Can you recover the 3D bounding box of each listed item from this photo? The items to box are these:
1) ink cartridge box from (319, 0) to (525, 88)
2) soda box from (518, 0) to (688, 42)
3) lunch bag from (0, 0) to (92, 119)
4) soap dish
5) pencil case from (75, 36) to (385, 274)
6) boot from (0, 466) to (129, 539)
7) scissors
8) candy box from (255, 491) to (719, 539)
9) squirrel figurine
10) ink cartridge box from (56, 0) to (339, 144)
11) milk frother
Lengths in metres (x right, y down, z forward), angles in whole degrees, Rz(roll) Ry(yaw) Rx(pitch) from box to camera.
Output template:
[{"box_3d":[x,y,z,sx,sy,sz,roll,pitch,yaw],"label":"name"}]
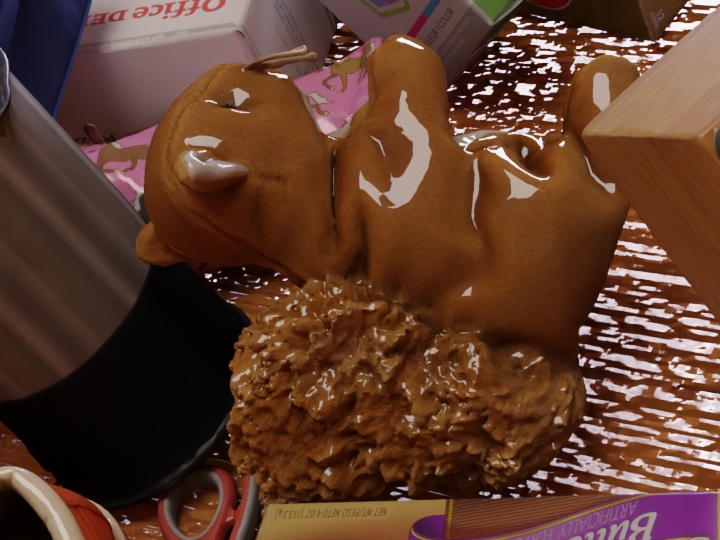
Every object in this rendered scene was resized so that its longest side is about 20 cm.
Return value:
[{"box_3d":[-0.006,-0.183,1.140,0.059,0.200,0.104,-46,0,-24],"label":"ink cartridge box"},{"box_3d":[0.079,-0.177,1.199,0.199,0.068,0.064,19,59,41],"label":"soda box"},{"box_3d":[-0.219,-0.102,1.120,0.132,0.136,0.201,-17,51,42],"label":"lunch bag"},{"box_3d":[0.201,-0.023,0.869,0.157,0.200,0.081,-41,10,-13],"label":"soap dish"},{"box_3d":[-0.063,-0.047,1.132,0.198,0.087,0.083,-15,-1,14],"label":"pencil case"},{"box_3d":[-0.107,0.170,0.876,0.074,0.107,0.201,-19,67,-1],"label":"boot"},{"box_3d":[-0.064,0.150,0.975,0.073,0.014,0.201,-9,42,18],"label":"scissors"},{"box_3d":[0.046,0.147,0.887,0.198,0.057,0.117,-5,45,27],"label":"candy box"},{"box_3d":[0.000,0.000,0.965,0.185,0.141,0.202,11,71,-17],"label":"squirrel figurine"},{"box_3d":[-0.087,-0.155,1.256,0.144,0.085,0.201,-6,47,24],"label":"ink cartridge box"},{"box_3d":[-0.163,0.046,1.001,0.180,0.188,0.201,-30,37,17],"label":"milk frother"}]
